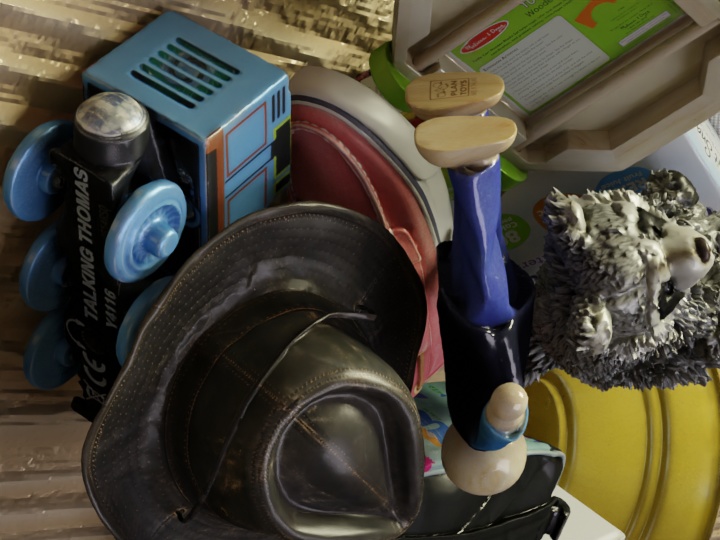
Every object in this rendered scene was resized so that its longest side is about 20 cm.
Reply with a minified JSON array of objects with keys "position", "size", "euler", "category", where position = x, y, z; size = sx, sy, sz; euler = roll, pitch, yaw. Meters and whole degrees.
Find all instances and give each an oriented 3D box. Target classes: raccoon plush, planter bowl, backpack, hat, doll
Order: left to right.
[{"position":[-0.018,0.072,0.998],"size":[0.201,0.081,0.201],"euler":[-27,132,-34],"category":"hat"},{"position":[-0.009,0.139,1.214],"size":[0.200,0.151,0.178],"euler":[-14,133,-55],"category":"backpack"},{"position":[0.053,0.014,1.030],"size":[0.048,0.136,0.200],"euler":[-7,121,0],"category":"doll"},{"position":[0.092,0.029,1.084],"size":[0.134,0.097,0.200],"euler":[-6,150,-48],"category":"raccoon plush"},{"position":[0.131,0.116,1.415],"size":[0.083,0.200,0.200],"euler":[12,115,-23],"category":"planter bowl"}]

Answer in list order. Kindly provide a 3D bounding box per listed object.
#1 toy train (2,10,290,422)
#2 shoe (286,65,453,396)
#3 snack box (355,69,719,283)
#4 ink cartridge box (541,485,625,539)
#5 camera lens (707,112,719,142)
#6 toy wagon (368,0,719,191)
[{"position":[-0.087,-0.009,1.015],"size":[0.114,0.087,0.200],"euler":[-40,148,-33],"category":"toy train"},{"position":[-0.005,0.001,1.079],"size":[0.091,0.071,0.200],"euler":[-57,147,-24],"category":"shoe"},{"position":[0.106,-0.042,1.159],"size":[0.142,0.053,0.200],"euler":[-19,135,21],"category":"snack box"},{"position":[0.052,0.203,1.376],"size":[0.085,0.145,0.200],"euler":[-21,137,-46],"category":"ink cartridge box"},{"position":[0.191,-0.136,1.210],"size":[0.160,0.160,0.200],"euler":[-41,148,-24],"category":"camera lens"},{"position":[0.077,-0.116,1.009],"size":[0.155,0.040,0.200],"euler":[-32,130,28],"category":"toy wagon"}]
